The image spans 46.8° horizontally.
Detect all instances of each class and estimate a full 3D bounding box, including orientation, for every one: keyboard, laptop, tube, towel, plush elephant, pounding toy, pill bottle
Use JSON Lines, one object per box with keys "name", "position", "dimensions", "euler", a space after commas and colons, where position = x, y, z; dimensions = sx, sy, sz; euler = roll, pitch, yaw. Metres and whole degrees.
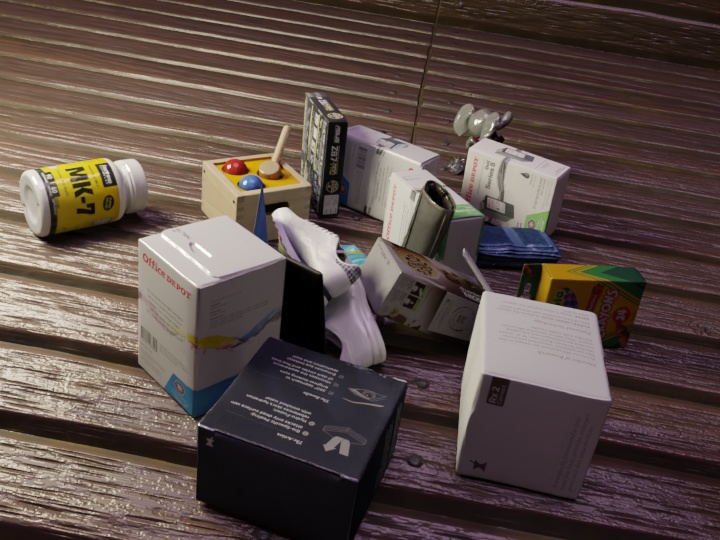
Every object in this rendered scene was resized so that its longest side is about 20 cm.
{"name": "keyboard", "position": [0.215, 0.052, 1.299], "dimensions": [0.011, 0.202, 0.056], "euler": [-33, 0, 4]}
{"name": "laptop", "position": [-0.100, 0.011, 1.229], "dimensions": [0.198, 0.190, 0.116], "euler": [25, 47, 27]}
{"name": "tube", "position": [0.000, 0.000, 1.447], "dimensions": [0.076, 0.051, 0.200], "euler": [-1, 25, -30]}
{"name": "towel", "position": [0.276, -0.050, 1.595], "dimensions": [0.196, 0.049, 0.112], "euler": [1, 30, -12]}
{"name": "plush elephant", "position": [0.297, -0.309, 1.936], "dimensions": [0.197, 0.157, 0.165], "euler": [-9, 34, -28]}
{"name": "pounding toy", "position": [-0.185, -0.166, 1.577], "dimensions": [0.197, 0.144, 0.184], "euler": [-12, 36, -31]}
{"name": "pill bottle", "position": [-0.486, -0.135, 1.474], "dimensions": [0.198, 0.116, 0.114], "euler": [-17, 38, -37]}

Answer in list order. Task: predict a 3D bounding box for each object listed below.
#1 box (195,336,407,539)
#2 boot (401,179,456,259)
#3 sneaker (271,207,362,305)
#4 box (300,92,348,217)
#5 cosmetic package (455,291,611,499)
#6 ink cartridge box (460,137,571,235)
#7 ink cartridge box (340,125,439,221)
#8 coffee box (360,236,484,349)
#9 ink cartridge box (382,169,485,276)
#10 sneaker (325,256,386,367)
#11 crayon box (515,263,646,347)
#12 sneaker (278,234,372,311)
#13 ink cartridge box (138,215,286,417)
{"name": "box", "position": [-0.067, 0.202, 1.001], "dimensions": [0.193, 0.119, 0.200], "euler": [16, 29, 13]}
{"name": "boot", "position": [0.090, -0.058, 1.405], "dimensions": [0.071, 0.203, 0.182], "euler": [-4, 32, -22]}
{"name": "sneaker", "position": [-0.070, -0.034, 1.266], "dimensions": [0.080, 0.077, 0.201], "euler": [-35, 53, -1]}
{"name": "box", "position": [-0.077, -0.232, 1.661], "dimensions": [0.048, 0.203, 0.162], "euler": [-5, 31, -20]}
{"name": "cosmetic package", "position": [0.222, 0.159, 1.103], "dimensions": [0.162, 0.167, 0.201], "euler": [11, 30, 3]}
{"name": "ink cartridge box", "position": [0.311, -0.165, 1.704], "dimensions": [0.198, 0.148, 0.084], "euler": [24, 34, 25]}
{"name": "ink cartridge box", "position": [0.046, -0.187, 1.670], "dimensions": [0.198, 0.149, 0.086], "euler": [24, 31, 24]}
{"name": "coffee box", "position": [0.105, 0.039, 1.295], "dimensions": [0.198, 0.081, 0.113], "euler": [22, 21, -27]}
{"name": "ink cartridge box", "position": [0.126, -0.075, 1.499], "dimensions": [0.083, 0.148, 0.200], "euler": [-9, 34, -27]}
{"name": "sneaker", "position": [-0.033, 0.058, 1.260], "dimensions": [0.087, 0.076, 0.202], "euler": [-18, 60, -9]}
{"name": "crayon box", "position": [0.350, 0.058, 1.352], "dimensions": [0.196, 0.129, 0.051], "euler": [2, 30, -10]}
{"name": "sneaker", "position": [-0.061, 0.016, 1.369], "dimensions": [0.200, 0.090, 0.067], "euler": [46, 67, 7]}
{"name": "ink cartridge box", "position": [-0.204, 0.057, 1.130], "dimensions": [0.145, 0.203, 0.146], "euler": [-20, 40, -40]}
